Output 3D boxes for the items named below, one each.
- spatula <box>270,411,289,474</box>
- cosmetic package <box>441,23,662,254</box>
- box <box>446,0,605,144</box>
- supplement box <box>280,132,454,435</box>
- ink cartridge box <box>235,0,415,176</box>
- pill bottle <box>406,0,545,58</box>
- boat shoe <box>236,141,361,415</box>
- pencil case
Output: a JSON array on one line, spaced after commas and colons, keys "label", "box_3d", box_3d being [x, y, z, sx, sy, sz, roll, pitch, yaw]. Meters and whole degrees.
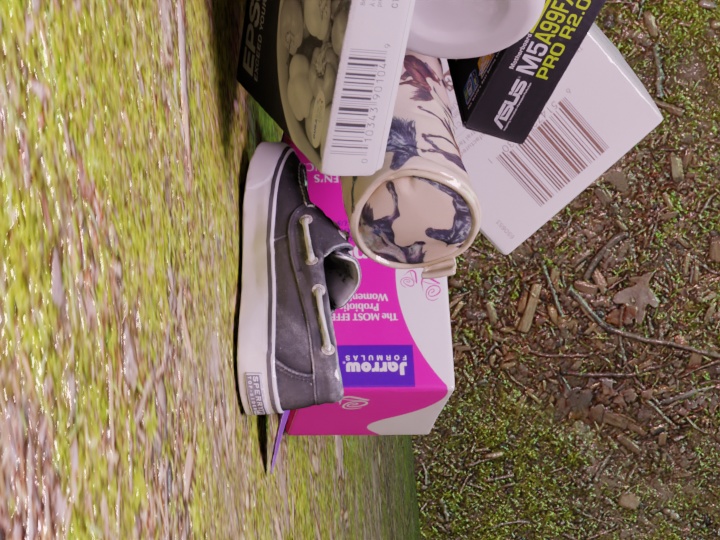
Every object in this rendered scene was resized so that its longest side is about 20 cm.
[{"label": "spatula", "box_3d": [-0.049, 0.025, 1.051, 0.057, 0.020, 0.202, 103, -15, -56]}, {"label": "cosmetic package", "box_3d": [0.112, -0.152, 1.355, 0.166, 0.167, 0.200, 44, 13, -17]}, {"label": "box", "box_3d": [0.111, -0.204, 1.038, 0.161, 0.044, 0.201, -99, -150, -48]}, {"label": "supplement box", "box_3d": [0.000, 0.000, 1.125, 0.103, 0.100, 0.202, 112, -24, -67]}, {"label": "ink cartridge box", "box_3d": [-0.025, -0.183, 0.942, 0.200, 0.043, 0.200, -131, -134, -55]}, {"label": "pill bottle", "box_3d": [0.056, -0.231, 0.988, 0.105, 0.103, 0.202, 80, 12, -59]}, {"label": "boat shoe", "box_3d": [-0.033, -0.001, 0.984, 0.201, 0.067, 0.072, -90, 175, -48]}, {"label": "pencil case", "box_3d": [0.023, -0.088, 1.028, 0.090, 0.077, 0.201, 50, 22, -40]}]
